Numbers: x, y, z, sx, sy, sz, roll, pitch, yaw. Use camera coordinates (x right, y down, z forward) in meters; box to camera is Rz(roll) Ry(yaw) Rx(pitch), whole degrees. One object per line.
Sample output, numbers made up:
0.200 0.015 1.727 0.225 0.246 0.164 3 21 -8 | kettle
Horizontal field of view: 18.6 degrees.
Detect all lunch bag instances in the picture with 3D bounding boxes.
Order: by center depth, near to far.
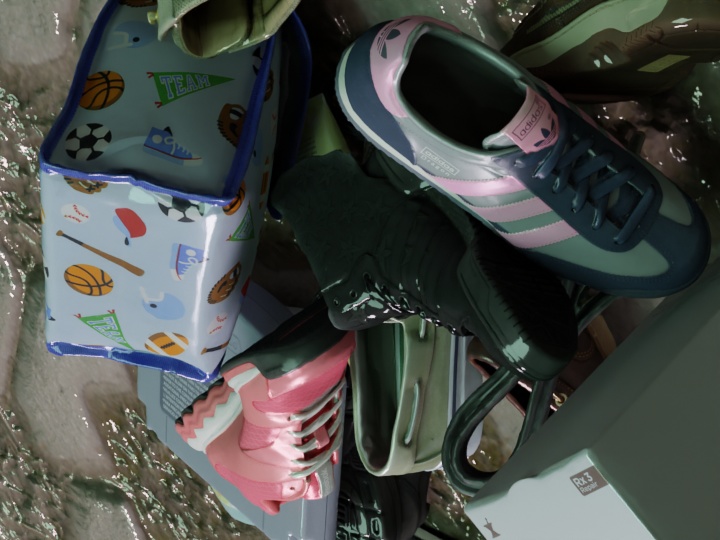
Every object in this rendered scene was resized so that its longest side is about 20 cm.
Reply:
-0.096 -0.070 1.197 0.123 0.201 0.170 12 141 0 | lunch bag

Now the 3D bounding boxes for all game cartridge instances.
-0.074 0.073 1.335 0.200 0.040 0.134 35 133 46 | game cartridge

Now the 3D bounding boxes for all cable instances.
0.100 0.020 1.100 0.097 0.050 0.201 13 106 11 | cable

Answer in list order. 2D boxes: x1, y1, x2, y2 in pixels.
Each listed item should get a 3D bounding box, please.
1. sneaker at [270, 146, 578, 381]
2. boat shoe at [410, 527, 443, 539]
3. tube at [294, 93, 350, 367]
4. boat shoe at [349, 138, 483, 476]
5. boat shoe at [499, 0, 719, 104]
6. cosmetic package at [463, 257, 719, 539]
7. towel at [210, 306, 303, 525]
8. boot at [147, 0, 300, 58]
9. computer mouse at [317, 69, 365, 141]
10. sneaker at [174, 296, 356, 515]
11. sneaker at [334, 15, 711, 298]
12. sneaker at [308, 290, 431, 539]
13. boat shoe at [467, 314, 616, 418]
0.027 0.001 1.083 0.104 0.060 0.200 -50 51 27 | sneaker
0.026 0.211 1.461 0.199 0.063 0.073 11 133 42 | boat shoe
0.000 0.000 1.239 0.058 0.052 0.201 -21 93 22 | tube
0.025 0.013 1.164 0.072 0.062 0.201 4 105 48 | boat shoe
0.124 -0.125 1.006 0.202 0.074 0.075 166 107 -65 | boat shoe
0.154 0.070 1.040 0.081 0.200 0.113 49 148 -4 | cosmetic package
-0.056 0.096 1.453 0.199 0.048 0.172 2 124 47 | towel
-0.095 -0.181 1.116 0.200 0.072 0.156 -19 74 52 | boot
0.055 -0.063 1.177 0.200 0.034 0.059 33 132 33 | computer mouse
-0.033 0.078 1.190 0.087 0.074 0.200 53 154 5 | sneaker
0.082 -0.049 1.007 0.199 0.070 0.082 28 168 -9 | sneaker
0.010 0.082 1.336 0.076 0.091 0.201 16 114 30 | sneaker
0.121 0.085 1.189 0.070 0.070 0.200 0 138 49 | boat shoe
